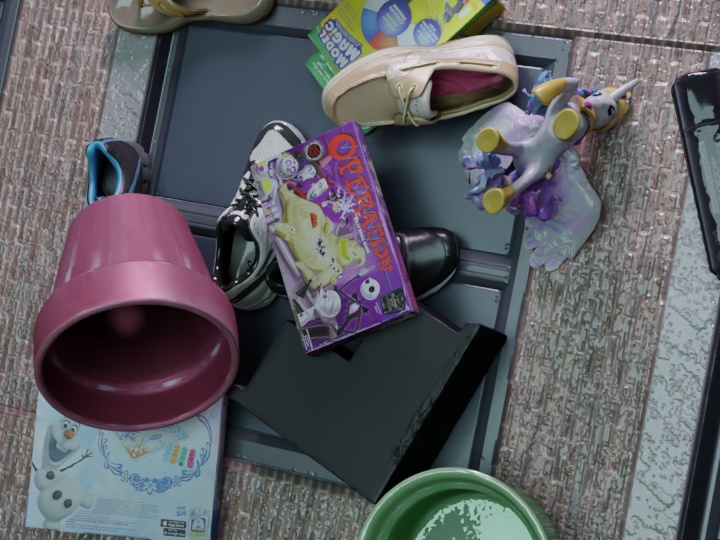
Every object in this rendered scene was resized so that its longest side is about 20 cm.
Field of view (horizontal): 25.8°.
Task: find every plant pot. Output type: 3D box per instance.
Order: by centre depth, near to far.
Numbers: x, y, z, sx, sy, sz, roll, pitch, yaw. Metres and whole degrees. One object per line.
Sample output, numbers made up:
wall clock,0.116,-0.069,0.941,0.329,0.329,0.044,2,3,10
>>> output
plant pot,-0.226,0.031,1.561,0.199,0.200,0.180,-28,45,17

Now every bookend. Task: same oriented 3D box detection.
bookend,0.004,0.095,1.560,0.199,0.092,0.200,32,94,23

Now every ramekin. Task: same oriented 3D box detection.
ramekin,0.101,0.289,1.494,0.198,0.098,0.202,-3,82,21

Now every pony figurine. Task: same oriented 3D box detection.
pony figurine,0.171,-0.108,1.483,0.167,0.200,0.193,49,118,13

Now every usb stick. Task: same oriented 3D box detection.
usb stick,0.337,-0.093,1.480,0.055,0.033,0.202,-12,79,13

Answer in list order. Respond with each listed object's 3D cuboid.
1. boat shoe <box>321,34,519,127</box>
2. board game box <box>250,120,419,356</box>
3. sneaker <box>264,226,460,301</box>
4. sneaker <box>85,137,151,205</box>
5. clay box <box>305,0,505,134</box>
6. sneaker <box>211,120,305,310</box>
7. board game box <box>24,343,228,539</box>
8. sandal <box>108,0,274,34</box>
boat shoe,0.061,-0.178,1.545,0.198,0.074,0.069,-16,38,1
board game box,-0.027,-0.031,1.528,0.119,0.032,0.202,-21,74,13
sneaker,0.000,0.000,1.574,0.198,0.087,0.076,-13,79,20
sneaker,-0.266,-0.044,1.691,0.073,0.082,0.202,-11,81,19
clay box,0.036,-0.245,1.611,0.200,0.048,0.115,-42,71,12
sneaker,-0.104,-0.060,1.625,0.075,0.088,0.202,8,85,24
board game box,-0.241,0.176,1.646,0.198,0.043,0.201,5,87,5
sandal,-0.189,-0.301,1.705,0.198,0.054,0.081,2,85,22
